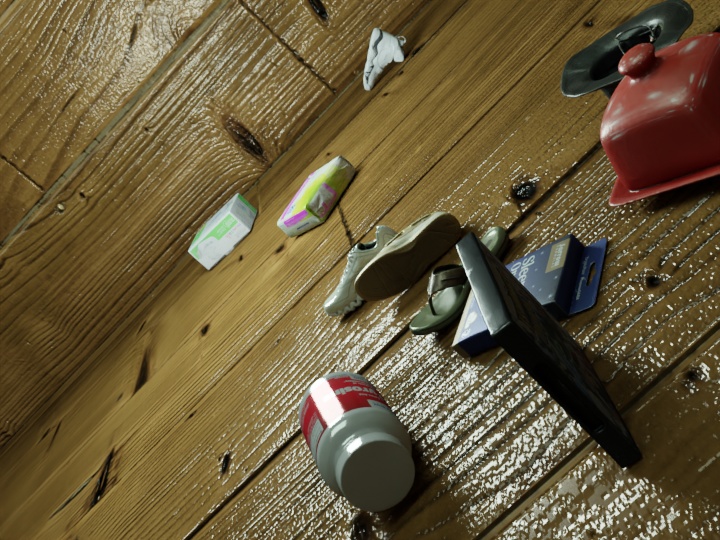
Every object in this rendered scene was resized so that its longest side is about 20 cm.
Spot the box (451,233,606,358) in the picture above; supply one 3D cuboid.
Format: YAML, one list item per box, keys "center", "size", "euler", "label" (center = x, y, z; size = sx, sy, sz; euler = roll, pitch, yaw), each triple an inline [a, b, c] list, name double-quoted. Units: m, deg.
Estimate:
- center: [0.204, 0.027, 1.026]
  size: [0.200, 0.032, 0.121]
  euler: [-29, 26, 42]
  label: "box"

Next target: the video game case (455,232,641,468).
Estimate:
- center: [0.168, 0.066, 0.782]
  size: [0.025, 0.181, 0.200]
  euler: [-41, 19, 14]
  label: "video game case"

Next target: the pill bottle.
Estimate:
- center: [-0.004, 0.202, 1.004]
  size: [0.112, 0.112, 0.200]
  euler: [-48, 18, 0]
  label: "pill bottle"

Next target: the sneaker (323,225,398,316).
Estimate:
- center: [0.000, 0.000, 1.467]
  size: [0.200, 0.081, 0.075]
  euler: [-43, 20, 18]
  label: "sneaker"

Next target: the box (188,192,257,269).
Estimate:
- center: [-0.437, -0.124, 2.695]
  size: [0.200, 0.097, 0.177]
  euler: [-40, 17, 19]
  label: "box"

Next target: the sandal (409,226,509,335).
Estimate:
- center: [0.130, 0.009, 1.185]
  size: [0.201, 0.057, 0.080]
  euler: [-52, 18, -13]
  label: "sandal"

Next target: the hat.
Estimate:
- center: [0.386, -0.286, 1.185]
  size: [0.201, 0.081, 0.201]
  euler: [-33, 26, 19]
  label: "hat"

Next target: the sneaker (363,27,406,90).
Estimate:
- center: [0.076, -0.661, 2.676]
  size: [0.075, 0.115, 0.200]
  euler: [-84, 6, -62]
  label: "sneaker"

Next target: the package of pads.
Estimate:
- center: [-0.109, -0.187, 2.116]
  size: [0.154, 0.068, 0.200]
  euler: [-23, 30, 52]
  label: "package of pads"

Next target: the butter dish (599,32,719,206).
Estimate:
- center: [0.352, -0.196, 0.959]
  size: [0.199, 0.148, 0.200]
  euler: [-21, 32, 56]
  label: "butter dish"

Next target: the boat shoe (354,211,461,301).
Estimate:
- center: [0.075, -0.025, 1.370]
  size: [0.200, 0.074, 0.069]
  euler: [-36, 17, 6]
  label: "boat shoe"
